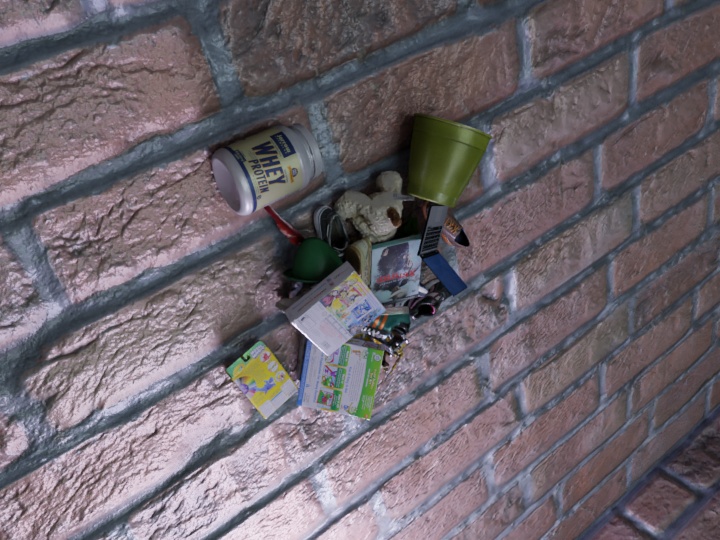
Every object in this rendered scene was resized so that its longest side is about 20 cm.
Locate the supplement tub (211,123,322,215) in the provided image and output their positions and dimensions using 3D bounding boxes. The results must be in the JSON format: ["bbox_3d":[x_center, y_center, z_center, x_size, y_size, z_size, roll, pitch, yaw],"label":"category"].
[{"bbox_3d":[-0.195,-0.218,1.375,0.199,0.145,0.146,-29,125,-24],"label":"supplement tub"}]

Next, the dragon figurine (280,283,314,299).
[{"bbox_3d":[-0.109,0.073,1.627,0.199,0.059,0.100,17,101,-36],"label":"dragon figurine"}]

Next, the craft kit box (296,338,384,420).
[{"bbox_3d":[-0.051,0.266,1.664,0.196,0.049,0.201,13,107,4],"label":"craft kit box"}]

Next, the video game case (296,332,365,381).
[{"bbox_3d":[-0.074,0.193,1.734,0.199,0.023,0.183,-6,113,-37],"label":"video game case"}]

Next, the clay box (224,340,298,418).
[{"bbox_3d":[-0.248,0.263,1.614,0.115,0.048,0.201,-41,128,-16],"label":"clay box"}]

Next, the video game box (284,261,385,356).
[{"bbox_3d":[-0.054,0.092,1.501,0.182,0.047,0.200,-36,143,1],"label":"video game box"}]

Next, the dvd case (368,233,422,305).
[{"bbox_3d":[0.088,0.005,1.673,0.145,0.022,0.201,-14,133,-18],"label":"dvd case"}]

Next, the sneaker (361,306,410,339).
[{"bbox_3d":[0.038,0.141,1.694,0.199,0.071,0.080,-5,79,-14],"label":"sneaker"}]

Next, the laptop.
[{"bbox_3d":[0.227,-0.057,1.664,0.187,0.115,0.201,-17,122,-69],"label":"laptop"}]

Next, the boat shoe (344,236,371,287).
[{"bbox_3d":[0.000,0.000,1.625,0.063,0.073,0.201,-40,156,-28],"label":"boat shoe"}]

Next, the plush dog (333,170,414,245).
[{"bbox_3d":[0.048,-0.123,1.622,0.199,0.161,0.172,-31,152,-21],"label":"plush dog"}]

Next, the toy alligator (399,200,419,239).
[{"bbox_3d":[0.129,-0.101,1.741,0.054,0.059,0.201,-4,120,9],"label":"toy alligator"}]

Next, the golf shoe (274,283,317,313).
[{"bbox_3d":[-0.113,0.060,1.544,0.199,0.078,0.098,0,104,-41],"label":"golf shoe"}]

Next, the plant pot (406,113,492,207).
[{"bbox_3d":[0.201,-0.264,1.615,0.199,0.200,0.194,9,101,-39],"label":"plant pot"}]

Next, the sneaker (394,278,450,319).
[{"bbox_3d":[0.198,0.094,1.855,0.199,0.086,0.081,-27,126,-26],"label":"sneaker"}]

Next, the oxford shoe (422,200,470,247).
[{"bbox_3d":[0.242,-0.132,1.796,0.071,0.073,0.200,-54,131,-5],"label":"oxford shoe"}]

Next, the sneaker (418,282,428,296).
[{"bbox_3d":[0.095,0.048,1.776,0.199,0.077,0.086,17,109,-33],"label":"sneaker"}]

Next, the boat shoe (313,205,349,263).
[{"bbox_3d":[-0.062,-0.063,1.591,0.072,0.071,0.201,-37,134,-20],"label":"boat shoe"}]

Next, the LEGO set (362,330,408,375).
[{"bbox_3d":[0.058,0.241,1.767,0.200,0.116,0.155,-34,129,-27],"label":"LEGO set"}]

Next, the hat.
[{"bbox_3d":[-0.103,-0.072,1.512,0.199,0.165,0.177,-11,107,-48],"label":"hat"}]
